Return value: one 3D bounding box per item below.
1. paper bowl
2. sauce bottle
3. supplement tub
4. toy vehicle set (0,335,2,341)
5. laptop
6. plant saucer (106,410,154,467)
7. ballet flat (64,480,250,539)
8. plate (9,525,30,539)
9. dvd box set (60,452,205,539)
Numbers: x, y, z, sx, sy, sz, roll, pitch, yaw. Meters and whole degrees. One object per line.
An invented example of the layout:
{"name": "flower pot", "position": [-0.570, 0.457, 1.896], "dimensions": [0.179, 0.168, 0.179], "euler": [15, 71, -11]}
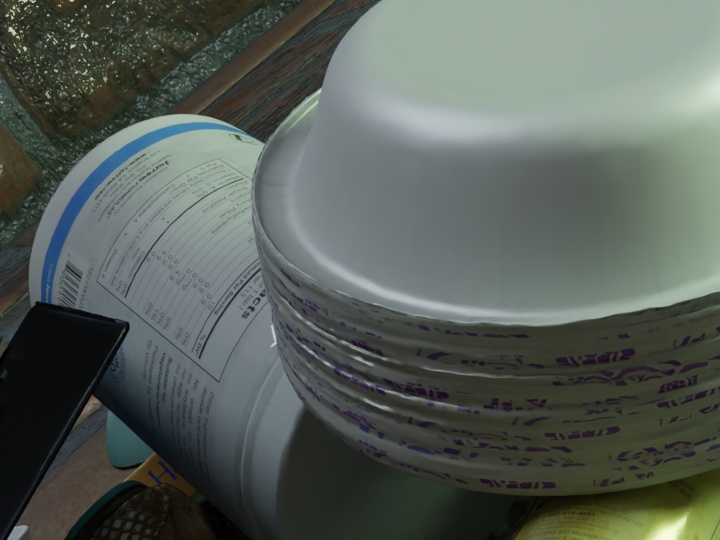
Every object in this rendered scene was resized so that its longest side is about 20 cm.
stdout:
{"name": "paper bowl", "position": [0.064, -0.031, 0.567], "dimensions": [0.199, 0.105, 0.201], "euler": [-7, 31, 4]}
{"name": "sauce bottle", "position": [0.091, 0.067, 0.558], "dimensions": [0.066, 0.066, 0.200], "euler": [-26, 18, 42]}
{"name": "supplement tub", "position": [-0.034, 0.027, 0.724], "dimensions": [0.132, 0.132, 0.200], "euler": [-41, 42, -15]}
{"name": "toy vehicle set", "position": [-0.216, 0.113, 0.762], "dimensions": [0.200, 0.026, 0.125], "euler": [-51, 10, 47]}
{"name": "laptop", "position": [-0.114, 0.129, 0.659], "dimensions": [0.115, 0.201, 0.187], "euler": [-25, 9, -17]}
{"name": "plant saucer", "position": [-0.095, 0.048, 1.185], "dimensions": [0.199, 0.036, 0.200], "euler": [-35, 13, 9]}
{"name": "ballet flat", "position": [-0.069, 0.129, 0.744], "dimensions": [0.071, 0.065, 0.200], "euler": [-45, -12, 1]}
{"name": "plate", "position": [-0.293, 0.234, 1.081], "dimensions": [0.200, 0.032, 0.199], "euler": [-45, 16, -31]}
{"name": "dvd box set", "position": [-0.087, 0.107, 0.867], "dimensions": [0.200, 0.029, 0.146], "euler": [-43, -8, -20]}
